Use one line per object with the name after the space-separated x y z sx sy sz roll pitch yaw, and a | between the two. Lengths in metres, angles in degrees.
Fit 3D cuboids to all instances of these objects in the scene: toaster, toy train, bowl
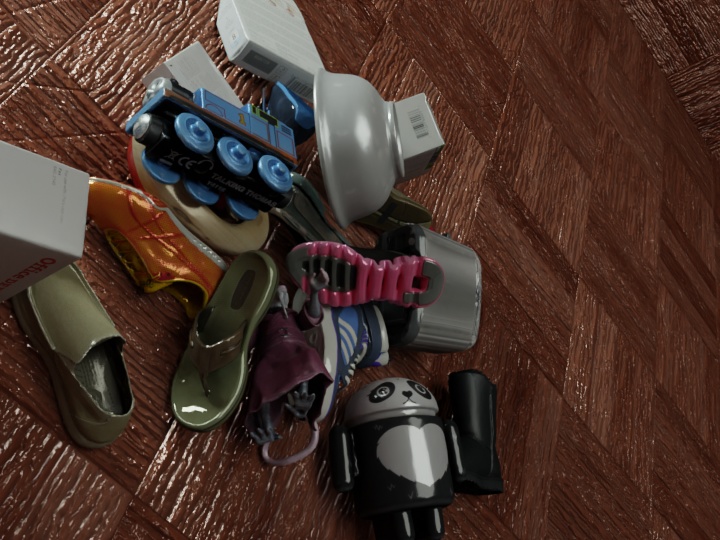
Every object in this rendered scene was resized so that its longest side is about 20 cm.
0.091 0.039 1.202 0.129 0.113 0.201 13 73 -33 | toaster
-0.153 -0.132 0.921 0.200 0.087 0.115 24 43 -41 | toy train
0.004 -0.157 1.083 0.201 0.090 0.202 -7 90 -83 | bowl

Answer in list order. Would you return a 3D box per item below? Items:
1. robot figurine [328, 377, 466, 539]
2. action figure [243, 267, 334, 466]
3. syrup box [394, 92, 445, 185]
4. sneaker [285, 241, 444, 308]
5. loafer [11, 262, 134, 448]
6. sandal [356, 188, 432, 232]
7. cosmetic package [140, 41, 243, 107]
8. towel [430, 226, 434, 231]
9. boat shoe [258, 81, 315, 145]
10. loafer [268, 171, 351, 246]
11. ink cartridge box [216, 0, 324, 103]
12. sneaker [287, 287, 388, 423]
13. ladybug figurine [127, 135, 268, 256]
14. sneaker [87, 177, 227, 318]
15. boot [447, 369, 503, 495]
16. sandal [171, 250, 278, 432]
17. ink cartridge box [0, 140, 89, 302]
0.047 0.230 1.054 0.150 0.124 0.201 31 47 -60 | robot figurine
-0.079 0.093 0.982 0.200 0.133 0.149 -102 174 -48 | action figure
0.060 -0.182 1.252 0.200 0.081 0.079 107 -38 -85 | syrup box
0.000 0.000 1.079 0.199 0.095 0.079 10 103 -17 | sneaker
-0.258 0.064 0.808 0.076 0.068 0.201 -23 89 -54 | loafer
0.023 -0.106 1.261 0.200 0.080 0.054 27 25 -36 | sandal
-0.174 -0.172 1.062 0.200 0.051 0.083 55 33 -15 | cosmetic package
0.087 0.006 1.320 0.145 0.022 0.200 56 37 -12 | towel
-0.103 -0.198 1.121 0.084 0.069 0.200 38 9 -11 | boat shoe
-0.064 -0.037 1.103 0.063 0.072 0.200 -56 136 -25 | loafer
-0.137 -0.345 1.227 0.160 0.047 0.200 17 41 -47 | ink cartridge box
-0.013 0.111 1.080 0.146 0.081 0.201 26 45 -34 | sneaker
-0.189 -0.092 0.979 0.200 0.072 0.136 48 39 -24 | ladybug figurine
-0.220 -0.023 0.906 0.200 0.073 0.077 41 53 -27 | sneaker
0.137 0.221 1.213 0.200 0.076 0.169 26 55 -51 | boot
-0.149 0.067 0.900 0.057 0.080 0.202 50 54 -64 | sandal
-0.344 -0.051 0.695 0.200 0.146 0.086 22 56 -44 | ink cartridge box
